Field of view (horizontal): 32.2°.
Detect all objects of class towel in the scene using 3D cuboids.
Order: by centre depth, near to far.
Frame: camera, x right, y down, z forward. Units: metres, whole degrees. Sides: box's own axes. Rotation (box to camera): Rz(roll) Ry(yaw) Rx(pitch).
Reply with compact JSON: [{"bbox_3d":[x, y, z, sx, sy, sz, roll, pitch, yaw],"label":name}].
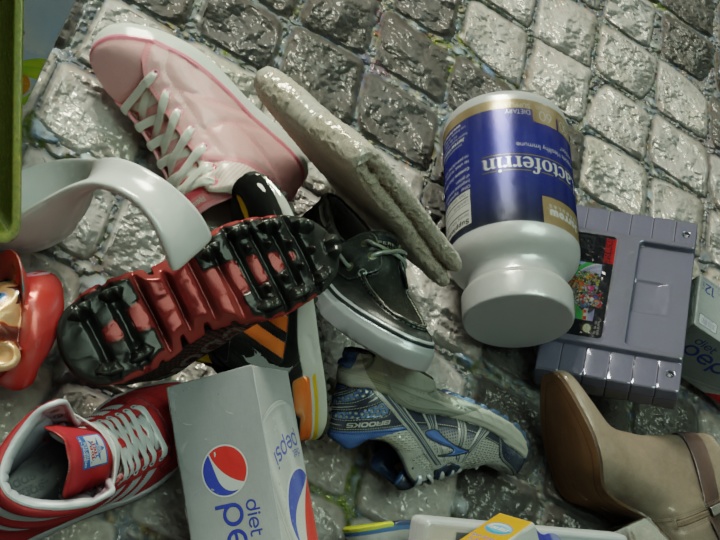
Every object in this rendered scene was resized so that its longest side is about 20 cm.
[{"bbox_3d":[0.003,-0.070,0.962,0.132,0.035,0.200,41,-4,36],"label":"towel"}]

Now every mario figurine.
[{"bbox_3d":[-0.278,0.029,0.767,0.199,0.106,0.124,-18,63,-34],"label":"mario figurine"}]

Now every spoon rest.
[{"bbox_3d":[-0.190,-0.045,0.832,0.099,0.198,0.061,-47,133,-41],"label":"spoon rest"}]

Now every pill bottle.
[{"bbox_3d":[0.130,-0.044,1.079,0.115,0.116,0.202,15,57,-26],"label":"pill bottle"}]

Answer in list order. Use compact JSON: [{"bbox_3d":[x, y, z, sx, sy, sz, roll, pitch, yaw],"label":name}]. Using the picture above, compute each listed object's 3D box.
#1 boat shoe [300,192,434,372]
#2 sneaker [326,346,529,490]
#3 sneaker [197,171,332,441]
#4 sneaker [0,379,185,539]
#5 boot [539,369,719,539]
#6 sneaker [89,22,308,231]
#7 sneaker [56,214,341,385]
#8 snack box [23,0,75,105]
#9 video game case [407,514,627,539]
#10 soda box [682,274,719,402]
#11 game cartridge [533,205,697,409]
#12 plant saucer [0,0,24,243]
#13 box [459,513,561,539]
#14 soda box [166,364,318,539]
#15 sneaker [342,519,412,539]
[{"bbox_3d":[0.000,0.000,0.930,0.072,0.071,0.200,21,16,-40],"label":"boat shoe"},{"bbox_3d":[0.047,0.129,0.961,0.199,0.077,0.086,29,80,-33],"label":"sneaker"},{"bbox_3d":[-0.081,0.031,0.899,0.089,0.070,0.203,-11,91,-22],"label":"sneaker"},{"bbox_3d":[-0.161,0.112,0.796,0.199,0.112,0.072,-28,82,-41],"label":"sneaker"},{"bbox_3d":[0.240,0.165,1.052,0.145,0.070,0.202,-15,90,-27],"label":"boot"},{"bbox_3d":[-0.133,-0.100,0.960,0.200,0.075,0.105,37,44,-16],"label":"sneaker"},{"bbox_3d":[-0.108,0.021,0.845,0.199,0.098,0.071,-24,83,-16],"label":"sneaker"},{"bbox_3d":[-0.276,-0.218,0.848,0.167,0.200,0.068,15,53,-25],"label":"snack box"},{"bbox_3d":[0.103,0.271,0.878,0.198,0.023,0.184,12,85,-35],"label":"video game case"},{"bbox_3d":[0.370,0.092,1.184,0.199,0.068,0.064,33,49,-15],"label":"soda box"},{"bbox_3d":[0.229,0.026,1.118,0.128,0.039,0.201,12,50,8],"label":"game cartridge"},{"bbox_3d":[-0.313,-0.120,0.799,0.197,0.048,0.203,1,91,-6],"label":"plant saucer"},{"bbox_3d":[0.064,0.249,0.815,0.199,0.041,0.120,-26,107,-34],"label":"box"},{"bbox_3d":[-0.070,0.168,0.822,0.063,0.068,0.202,23,53,-69],"label":"soda box"},{"bbox_3d":[0.072,0.234,0.914,0.198,0.074,0.083,14,66,-27],"label":"sneaker"}]
